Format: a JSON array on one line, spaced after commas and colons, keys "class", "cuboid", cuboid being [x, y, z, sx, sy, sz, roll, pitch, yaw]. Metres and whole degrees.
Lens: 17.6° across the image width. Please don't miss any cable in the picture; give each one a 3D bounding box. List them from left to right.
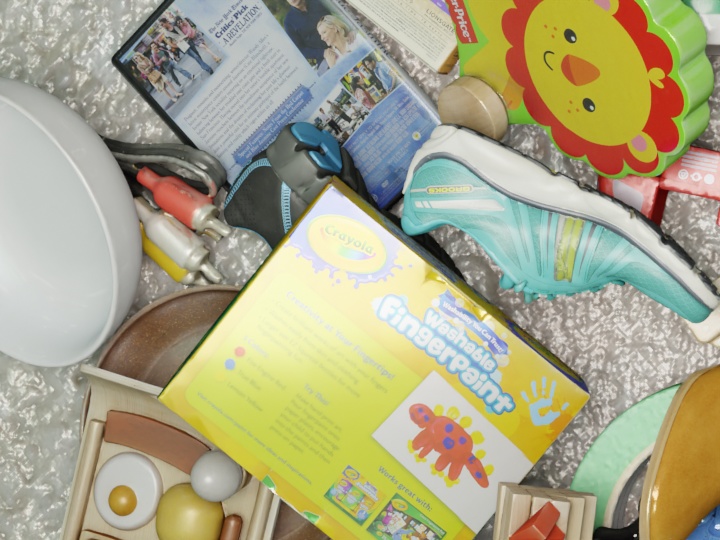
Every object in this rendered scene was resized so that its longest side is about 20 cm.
[{"class": "cable", "cuboid": [-0.163, -0.063, 1.519, 0.200, 0.050, 0.097, 30, 139, 9]}]

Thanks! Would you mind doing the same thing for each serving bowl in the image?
[{"class": "serving bowl", "cuboid": [-0.212, -0.040, 1.512, 0.200, 0.066, 0.201, 22, 129, 31]}]

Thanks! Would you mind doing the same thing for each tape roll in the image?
[{"class": "tape roll", "cuboid": [0.225, 0.165, 1.420, 0.200, 0.048, 0.201, 0, 91, 17]}]

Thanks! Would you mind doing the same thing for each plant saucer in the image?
[{"class": "plant saucer", "cuboid": [-0.085, 0.109, 1.519, 0.200, 0.037, 0.201, 0, 91, 18]}]

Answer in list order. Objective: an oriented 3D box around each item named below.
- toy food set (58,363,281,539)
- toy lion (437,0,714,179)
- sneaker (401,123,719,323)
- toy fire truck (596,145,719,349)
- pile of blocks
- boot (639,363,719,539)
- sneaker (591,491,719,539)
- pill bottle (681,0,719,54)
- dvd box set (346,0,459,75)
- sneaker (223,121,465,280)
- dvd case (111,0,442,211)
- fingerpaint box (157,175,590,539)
[{"class": "toy food set", "cuboid": [-0.135, 0.174, 1.485, 0.143, 0.060, 0.201, 15, 95, 16]}, {"class": "toy lion", "cuboid": [0.115, -0.147, 1.361, 0.191, 0.069, 0.200, 2, 122, 49]}, {"class": "sneaker", "cuboid": [0.118, -0.015, 1.375, 0.200, 0.078, 0.080, 26, 94, 8]}, {"class": "toy fire truck", "cuboid": [0.234, -0.002, 1.412, 0.199, 0.049, 0.141, 13, 94, 16]}, {"class": "pile of blocks", "cuboid": [0.079, 0.214, 1.338, 0.082, 0.062, 0.200, 31, 92, -9]}, {"class": "boot", "cuboid": [0.253, 0.093, 1.306, 0.144, 0.071, 0.201, 17, 59, 24]}, {"class": "sneaker", "cuboid": [0.222, 0.151, 1.355, 0.200, 0.077, 0.111, -33, 91, 22]}, {"class": "pill bottle", "cuboid": [0.207, -0.231, 1.382, 0.112, 0.113, 0.201, 1, 92, 17]}, {"class": "dvd box set", "cuboid": [0.056, -0.247, 1.469, 0.146, 0.029, 0.200, 39, 102, 13]}, {"class": "sneaker", "cuboid": [0.000, 0.000, 1.464, 0.082, 0.073, 0.200, -39, 96, 23]}, {"class": "dvd case", "cuboid": [-0.050, -0.111, 1.494, 0.143, 0.018, 0.200, -44, 86, 21]}, {"class": "fingerpaint box", "cuboid": [0.008, 0.070, 1.392, 0.200, 0.073, 0.167, 38, 96, -4]}]
